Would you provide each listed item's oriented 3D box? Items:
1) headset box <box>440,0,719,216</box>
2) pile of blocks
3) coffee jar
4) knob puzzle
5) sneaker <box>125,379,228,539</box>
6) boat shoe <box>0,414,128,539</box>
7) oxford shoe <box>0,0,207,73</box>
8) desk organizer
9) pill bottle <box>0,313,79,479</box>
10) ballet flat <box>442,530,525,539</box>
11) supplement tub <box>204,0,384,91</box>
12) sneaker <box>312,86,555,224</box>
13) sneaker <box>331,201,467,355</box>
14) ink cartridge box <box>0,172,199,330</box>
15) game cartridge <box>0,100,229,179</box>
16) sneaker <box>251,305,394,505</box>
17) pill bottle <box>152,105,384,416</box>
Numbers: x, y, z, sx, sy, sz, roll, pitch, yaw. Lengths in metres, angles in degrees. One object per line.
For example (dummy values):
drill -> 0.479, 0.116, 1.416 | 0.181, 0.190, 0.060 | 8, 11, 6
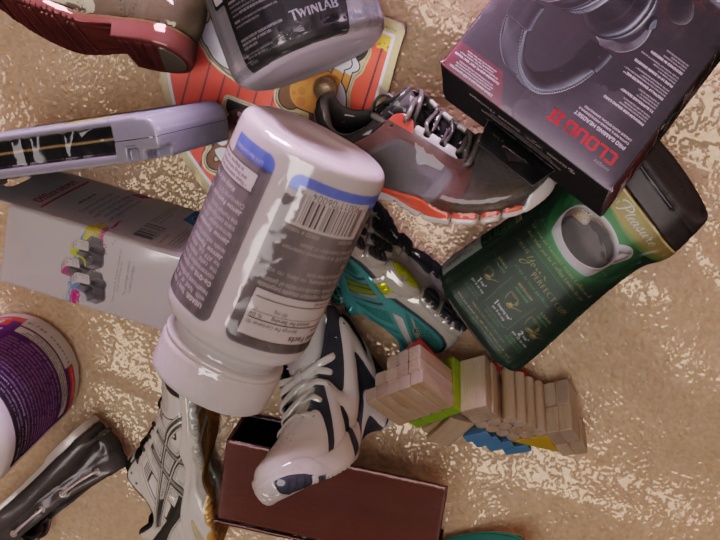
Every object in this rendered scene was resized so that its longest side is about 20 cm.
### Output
headset box -> 0.160, -0.151, 0.764 | 0.148, 0.077, 0.201 | 39, 86, 12
pile of blocks -> 0.098, 0.103, 0.905 | 0.197, 0.063, 0.082 | 19, 141, -20
coffee jar -> 0.164, -0.020, 0.847 | 0.199, 0.085, 0.105 | -38, 89, 19
knob puzzle -> -0.075, -0.128, 0.889 | 0.215, 0.030, 0.224 | 3, 107, 9
sneaker -> -0.170, 0.158, 0.966 | 0.086, 0.076, 0.204 | 1, 106, 10
boat shoe -> -0.292, 0.218, 1.010 | 0.057, 0.067, 0.200 | 46, 106, 5
oxford shoe -> -0.210, -0.217, 0.879 | 0.197, 0.071, 0.076 | 18, 78, 11
desk organizer -> -0.021, 0.189, 0.952 | 0.196, 0.072, 0.079 | 11, 106, 7
pill bottle -> -0.324, 0.119, 0.917 | 0.109, 0.200, 0.114 | 3, 107, 9
ballet flat -> 0.069, 0.278, 0.975 | 0.196, 0.068, 0.063 | -14, 132, 18
supplement tub -> -0.068, -0.245, 0.795 | 0.121, 0.122, 0.203 | -20, 90, 15
sneaker -> 0.048, -0.091, 0.817 | 0.196, 0.077, 0.083 | 9, 124, 16
sneaker -> 0.000, 0.000, 0.888 | 0.200, 0.078, 0.079 | 45, 120, -11
ink cartridge box -> -0.214, -0.022, 0.900 | 0.196, 0.115, 0.069 | 17, 108, 6
game cartridge -> -0.211, -0.103, 0.863 | 0.196, 0.133, 0.041 | -4, 98, 20
sneaker -> -0.045, 0.092, 0.868 | 0.079, 0.198, 0.131 | -29, 90, 37
pill bottle -> -0.071, -0.004, 0.791 | 0.112, 0.114, 0.202 | 27, 107, 1
